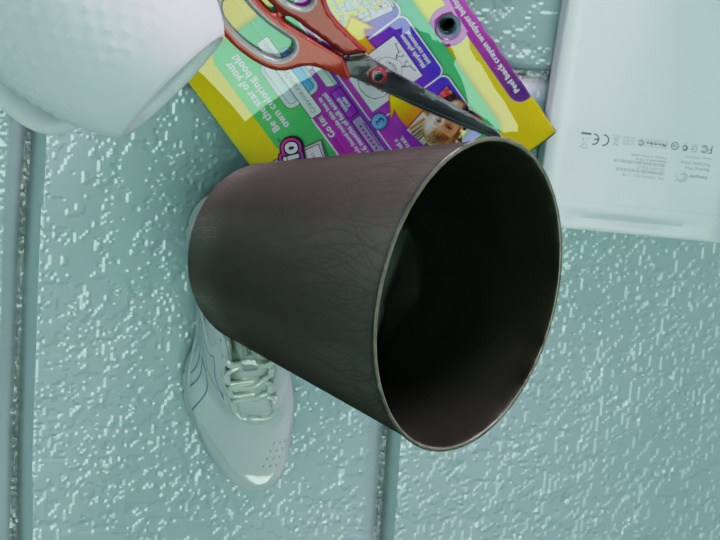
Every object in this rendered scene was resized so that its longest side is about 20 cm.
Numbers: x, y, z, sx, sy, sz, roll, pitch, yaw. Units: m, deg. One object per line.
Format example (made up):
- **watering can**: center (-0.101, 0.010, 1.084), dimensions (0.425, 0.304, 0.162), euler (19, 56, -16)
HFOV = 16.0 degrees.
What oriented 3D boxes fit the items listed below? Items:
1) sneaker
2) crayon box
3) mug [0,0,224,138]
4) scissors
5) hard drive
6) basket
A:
- **sneaker**: center (-0.079, 0.052, 1.645), dimensions (0.074, 0.087, 0.201), euler (-9, 107, -7)
- **crayon box**: center (-0.003, -0.120, 1.624), dimensions (0.172, 0.058, 0.200), euler (-35, 107, 3)
- **mug**: center (-0.183, -0.159, 1.535), dimensions (0.175, 0.148, 0.200), euler (45, 140, 1)
- **scissors**: center (-0.004, -0.122, 1.587), dimensions (0.200, 0.014, 0.073), euler (41, 94, -16)
- **hard drive**: center (0.189, -0.123, 1.669), dimensions (0.131, 0.027, 0.201), euler (5, 105, -10)
- **basket**: center (0.000, 0.000, 1.510), dimensions (0.136, 0.199, 0.181), euler (21, 84, -40)
